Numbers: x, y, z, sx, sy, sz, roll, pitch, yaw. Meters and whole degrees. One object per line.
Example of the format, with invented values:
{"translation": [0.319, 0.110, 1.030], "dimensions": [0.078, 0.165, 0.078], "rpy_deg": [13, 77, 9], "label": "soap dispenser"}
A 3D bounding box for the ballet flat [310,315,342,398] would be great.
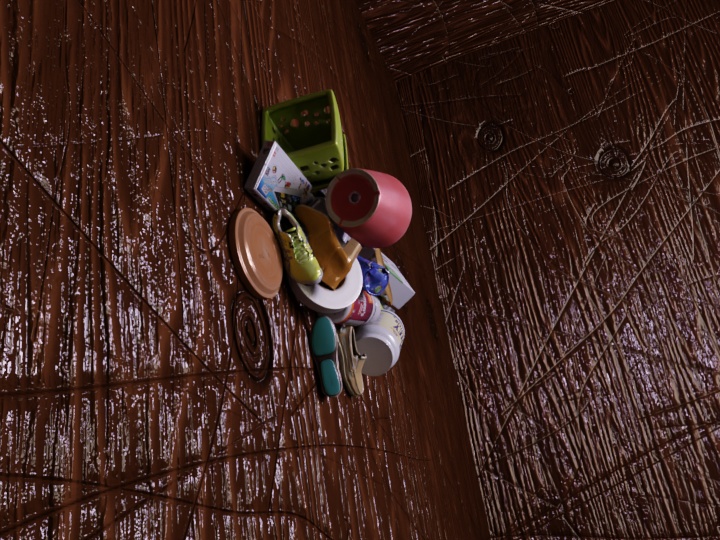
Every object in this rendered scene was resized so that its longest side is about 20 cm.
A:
{"translation": [-0.085, 0.212, 1.429], "dimensions": [0.067, 0.068, 0.201], "rpy_deg": [95, -11, -78], "label": "ballet flat"}

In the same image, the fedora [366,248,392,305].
{"translation": [0.039, 0.020, 1.708], "dimensions": [0.201, 0.082, 0.201], "rpy_deg": [-14, 90, -86], "label": "fedora"}

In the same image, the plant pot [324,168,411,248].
{"translation": [0.012, -0.163, 1.440], "dimensions": [0.177, 0.200, 0.201], "rpy_deg": [14, 62, -68], "label": "plant pot"}

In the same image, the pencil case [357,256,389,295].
{"translation": [0.000, 0.000, 1.572], "dimensions": [0.200, 0.078, 0.087], "rpy_deg": [31, -38, 57], "label": "pencil case"}

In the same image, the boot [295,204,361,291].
{"translation": [-0.109, -0.054, 1.381], "dimensions": [0.144, 0.201, 0.071], "rpy_deg": [-52, 175, -21], "label": "boot"}

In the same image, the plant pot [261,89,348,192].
{"translation": [-0.132, -0.316, 1.508], "dimensions": [0.182, 0.198, 0.201], "rpy_deg": [63, 18, -55], "label": "plant pot"}

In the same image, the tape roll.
{"translation": [-0.088, 0.006, 1.431], "dimensions": [0.202, 0.037, 0.203], "rpy_deg": [15, 60, -28], "label": "tape roll"}

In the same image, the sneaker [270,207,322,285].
{"translation": [-0.152, -0.053, 1.317], "dimensions": [0.200, 0.075, 0.076], "rpy_deg": [56, -16, 18], "label": "sneaker"}

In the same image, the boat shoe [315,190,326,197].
{"translation": [-0.093, -0.158, 1.734], "dimensions": [0.065, 0.073, 0.201], "rpy_deg": [-38, 113, -52], "label": "boat shoe"}

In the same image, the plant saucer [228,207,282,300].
{"translation": [-0.216, -0.038, 1.241], "dimensions": [0.200, 0.032, 0.201], "rpy_deg": [-16, 90, -74], "label": "plant saucer"}

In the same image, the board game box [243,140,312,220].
{"translation": [-0.190, -0.198, 1.379], "dimensions": [0.127, 0.035, 0.200], "rpy_deg": [-69, 152, -16], "label": "board game box"}

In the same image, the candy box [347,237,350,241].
{"translation": [-0.004, -0.151, 1.694], "dimensions": [0.061, 0.199, 0.137], "rpy_deg": [-149, -117, -70], "label": "candy box"}

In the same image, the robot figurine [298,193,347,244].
{"translation": [-0.104, -0.114, 1.544], "dimensions": [0.170, 0.113, 0.200], "rpy_deg": [41, -12, 39], "label": "robot figurine"}

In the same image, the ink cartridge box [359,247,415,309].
{"translation": [0.076, 0.015, 1.929], "dimensions": [0.146, 0.084, 0.200], "rpy_deg": [40, 11, -34], "label": "ink cartridge box"}

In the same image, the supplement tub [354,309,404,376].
{"translation": [0.050, 0.212, 1.720], "dimensions": [0.200, 0.145, 0.145], "rpy_deg": [-58, 131, -69], "label": "supplement tub"}

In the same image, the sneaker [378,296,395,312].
{"translation": [0.065, 0.127, 1.905], "dimensions": [0.081, 0.074, 0.200], "rpy_deg": [17, 38, -33], "label": "sneaker"}

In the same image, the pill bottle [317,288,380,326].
{"translation": [-0.028, 0.094, 1.573], "dimensions": [0.200, 0.109, 0.110], "rpy_deg": [16, 60, -60], "label": "pill bottle"}

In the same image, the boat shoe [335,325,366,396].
{"translation": [-0.019, 0.246, 1.576], "dimensions": [0.072, 0.076, 0.201], "rpy_deg": [-54, 127, -71], "label": "boat shoe"}
